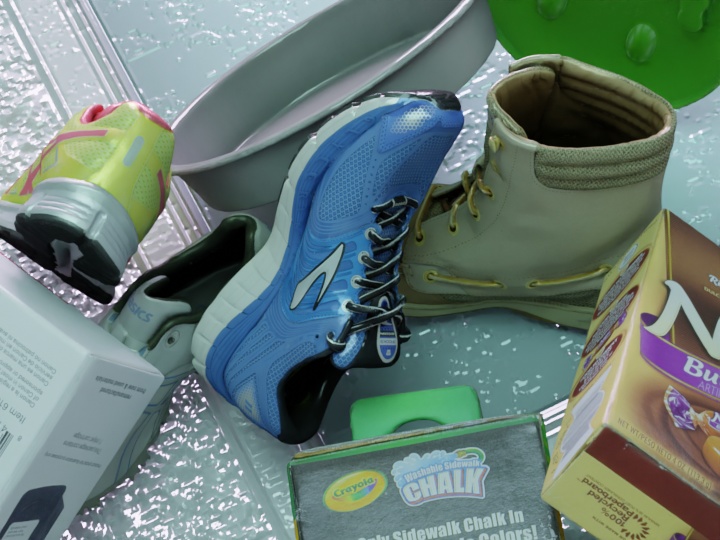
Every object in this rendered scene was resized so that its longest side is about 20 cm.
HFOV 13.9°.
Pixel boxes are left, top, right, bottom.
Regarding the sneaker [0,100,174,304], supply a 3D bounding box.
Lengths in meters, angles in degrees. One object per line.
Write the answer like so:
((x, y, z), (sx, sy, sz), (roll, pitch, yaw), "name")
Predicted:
((-0.130, -0.040, 1.472), (0.078, 0.200, 0.091), (33, 80, -14), "sneaker")

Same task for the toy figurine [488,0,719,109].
((0.165, -0.214, 1.550), (0.150, 0.200, 0.184), (25, 52, 7), "toy figurine")

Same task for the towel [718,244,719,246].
((0.253, -0.064, 1.471), (0.024, 0.147, 0.200), (44, 70, -7), "towel")

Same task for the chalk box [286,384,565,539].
((0.038, 0.150, 1.374), (0.124, 0.124, 0.201), (-9, 58, 2), "chalk box")

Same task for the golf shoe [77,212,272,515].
((-0.118, 0.041, 1.470), (0.200, 0.097, 0.078), (-42, 65, -15), "golf shoe")

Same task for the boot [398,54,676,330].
((0.058, -0.042, 1.460), (0.199, 0.156, 0.073), (9, 55, 11), "boot")

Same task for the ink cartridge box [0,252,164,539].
((-0.214, 0.091, 1.417), (0.145, 0.084, 0.200), (35, 95, 24), "ink cartridge box")

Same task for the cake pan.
((-0.014, -0.093, 1.505), (0.200, 0.037, 0.200), (-29, 17, 9), "cake pan")

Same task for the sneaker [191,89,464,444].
((0.000, 0.000, 1.405), (0.078, 0.200, 0.089), (-4, 43, -47), "sneaker")

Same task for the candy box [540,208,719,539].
((0.157, 0.066, 1.355), (0.116, 0.057, 0.200), (35, 30, -8), "candy box")
